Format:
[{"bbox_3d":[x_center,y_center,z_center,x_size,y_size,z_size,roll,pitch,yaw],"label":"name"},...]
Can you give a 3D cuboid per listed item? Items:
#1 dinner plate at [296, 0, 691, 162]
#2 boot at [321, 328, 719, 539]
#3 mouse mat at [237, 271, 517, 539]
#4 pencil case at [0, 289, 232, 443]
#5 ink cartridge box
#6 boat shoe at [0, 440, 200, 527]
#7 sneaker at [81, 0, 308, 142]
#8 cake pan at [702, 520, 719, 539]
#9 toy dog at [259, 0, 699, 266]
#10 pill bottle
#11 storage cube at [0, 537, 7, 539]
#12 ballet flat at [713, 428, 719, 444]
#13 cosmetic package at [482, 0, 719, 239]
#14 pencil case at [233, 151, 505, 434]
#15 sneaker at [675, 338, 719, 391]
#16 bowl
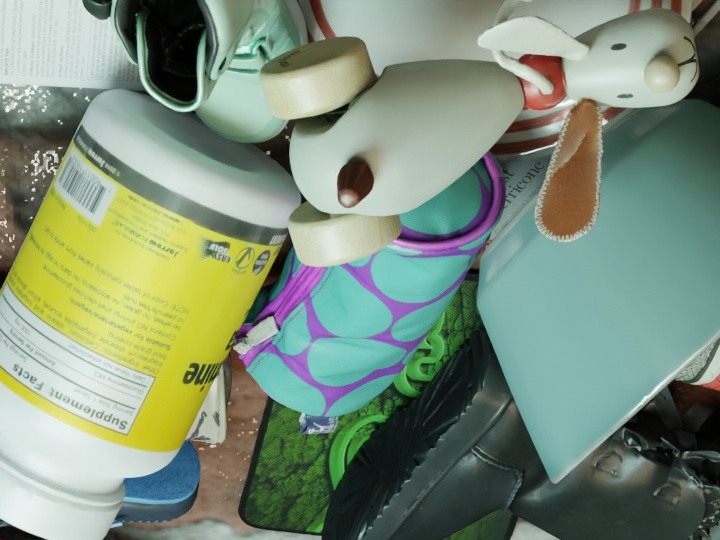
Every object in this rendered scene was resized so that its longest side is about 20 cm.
[{"bbox_3d":[0.052,-0.128,1.274,0.199,0.024,0.201,3,137,2],"label":"dinner plate"},{"bbox_3d":[0.091,0.121,1.494,0.162,0.074,0.198,25,131,-20],"label":"boot"},{"bbox_3d":[0.027,0.077,1.519,0.160,0.008,0.201,7,128,-11],"label":"mouse mat"},{"bbox_3d":[-0.165,0.043,1.427,0.199,0.078,0.090,2,117,-8],"label":"pencil case"},{"bbox_3d":[-0.124,-0.137,1.300,0.199,0.042,0.120,1,140,-9],"label":"ink cartridge box"},{"bbox_3d":[-0.183,0.099,1.481,0.199,0.084,0.069,15,135,4],"label":"boat shoe"},{"bbox_3d":[-0.074,-0.098,1.219,0.073,0.119,0.201,7,143,12],"label":"sneaker"},{"bbox_3d":[0.240,0.174,1.560,0.199,0.037,0.201,-7,150,-4],"label":"cake pan"},{"bbox_3d":[0.049,-0.066,1.190,0.200,0.096,0.132,-36,111,5],"label":"toy dog"},{"bbox_3d":[-0.118,0.025,1.328,0.112,0.112,0.201,22,104,-22],"label":"pill bottle"},{"bbox_3d":[-0.202,0.264,1.516,0.179,0.172,0.200,22,141,-21],"label":"storage cube"},{"bbox_3d":[0.276,0.090,1.538,0.199,0.057,0.067,-7,104,-7],"label":"ballet flat"},{"bbox_3d":[0.096,-0.107,1.350,0.082,0.051,0.200,28,122,-23],"label":"cosmetic package"},{"bbox_3d":[0.000,0.000,1.354,0.092,0.085,0.200,-11,157,-24],"label":"pencil case"},{"bbox_3d":[0.178,-0.018,1.413,0.082,0.078,0.201,7,127,-9],"label":"sneaker"},{"bbox_3d":[0.132,-0.005,1.301,0.105,0.201,0.201,49,116,7],"label":"bowl"}]
